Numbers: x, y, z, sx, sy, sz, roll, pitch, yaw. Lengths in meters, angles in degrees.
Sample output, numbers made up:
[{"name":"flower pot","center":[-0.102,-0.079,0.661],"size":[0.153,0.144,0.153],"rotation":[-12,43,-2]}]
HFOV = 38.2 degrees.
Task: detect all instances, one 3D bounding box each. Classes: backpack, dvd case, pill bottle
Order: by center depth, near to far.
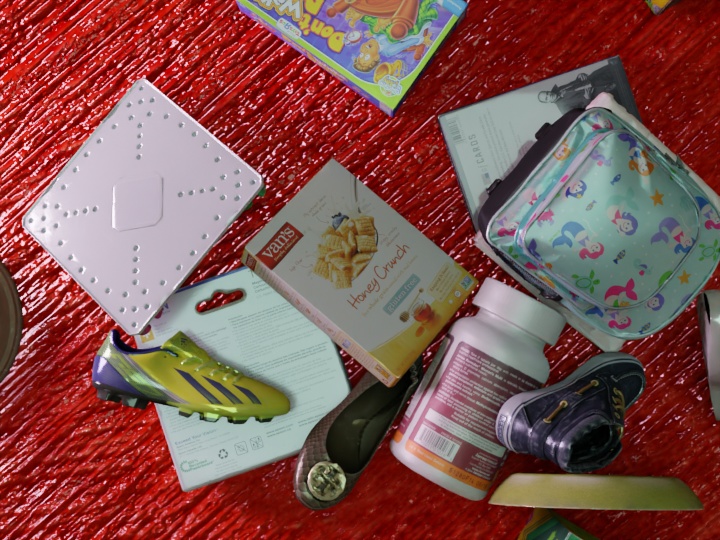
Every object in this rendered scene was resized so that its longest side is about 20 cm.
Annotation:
[{"name":"backpack","center":[0.234,-0.037,0.971],"size":[0.200,0.151,0.178],"rotation":[40,95,-12]},{"name":"pill bottle","center":[0.119,0.116,1.033],"size":[0.109,0.110,0.200],"rotation":[28,89,2]},{"name":"dvd case","center":[0.197,-0.121,1.081],"size":[0.200,0.025,0.151],"rotation":[-18,88,1]}]

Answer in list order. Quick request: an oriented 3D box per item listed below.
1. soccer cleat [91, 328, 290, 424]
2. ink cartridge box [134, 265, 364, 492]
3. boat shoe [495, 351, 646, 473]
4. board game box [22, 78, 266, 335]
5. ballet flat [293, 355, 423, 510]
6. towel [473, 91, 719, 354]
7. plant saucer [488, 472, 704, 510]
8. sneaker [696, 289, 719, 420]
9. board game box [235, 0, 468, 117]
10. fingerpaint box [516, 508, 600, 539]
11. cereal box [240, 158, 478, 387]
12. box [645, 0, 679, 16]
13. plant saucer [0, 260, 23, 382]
[{"name":"soccer cleat","center":[-0.165,0.103,1.024],"size":[0.200,0.065,0.084],"rotation":[10,81,3]},{"name":"ink cartridge box","center":[-0.118,0.102,1.074],"size":[0.196,0.043,0.200],"rotation":[-19,85,1]},{"name":"boat shoe","center":[0.229,0.140,0.998],"size":[0.200,0.091,0.071],"rotation":[-17,116,-35]},{"name":"board game box","center":[-0.220,-0.066,1.052],"size":[0.200,0.026,0.200],"rotation":[40,90,25]},{"name":"ballet flat","center":[0.004,0.150,1.023],"size":[0.067,0.046,0.200],"rotation":[47,60,-11]},{"name":"towel","center":[0.247,-0.045,1.054],"size":[0.191,0.032,0.200],"rotation":[40,95,-8]},{"name":"plant saucer","center":[0.221,0.208,0.986],"size":[0.199,0.200,0.031],"rotation":[0,79,1]},{"name":"sneaker","center":[0.404,0.076,0.990],"size":[0.146,0.200,0.081],"rotation":[-9,50,16]},{"name":"board game box","center":[-0.009,-0.273,1.079],"size":[0.200,0.045,0.135],"rotation":[35,89,2]},{"name":"fingerpaint box","center":[0.252,0.316,0.996],"size":[0.200,0.167,0.073],"rotation":[31,87,1]},{"name":"cereal box","center":[0.000,0.000,1.044],"size":[0.200,0.040,0.144],"rotation":[40,64,4]},{"name":"box","center":[0.339,-0.402,1.038],"size":[0.200,0.122,0.193],"rotation":[-34,87,0]},{"name":"plant saucer","center":[-0.456,0.054,1.089],"size":[0.200,0.029,0.201],"rotation":[0,88,0]}]
